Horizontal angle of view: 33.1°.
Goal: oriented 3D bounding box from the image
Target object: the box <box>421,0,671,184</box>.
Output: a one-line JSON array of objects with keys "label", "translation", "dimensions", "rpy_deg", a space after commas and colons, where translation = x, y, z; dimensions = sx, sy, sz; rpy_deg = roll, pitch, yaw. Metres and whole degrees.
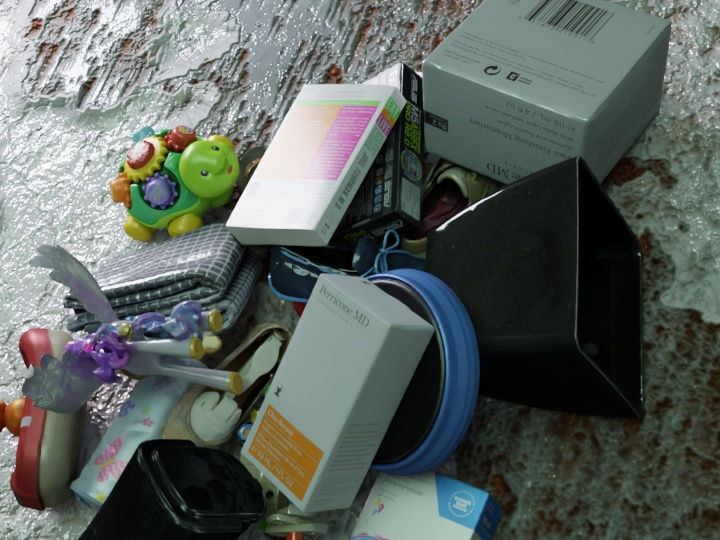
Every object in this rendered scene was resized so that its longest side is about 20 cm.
[{"label": "box", "translation": [0.201, -0.198, 1.314], "dimensions": [0.199, 0.131, 0.200], "rpy_deg": [25, 54, 25]}]

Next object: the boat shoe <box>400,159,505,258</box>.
[{"label": "boat shoe", "translation": [0.113, -0.089, 1.355], "dimensions": [0.074, 0.066, 0.200], "rpy_deg": [26, 74, 27]}]

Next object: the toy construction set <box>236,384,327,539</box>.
[{"label": "toy construction set", "translation": [-0.068, 0.198, 1.259], "dimensions": [0.131, 0.092, 0.200], "rpy_deg": [-2, 52, 17]}]

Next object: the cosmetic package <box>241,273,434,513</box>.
[{"label": "cosmetic package", "translation": [-0.023, 0.115, 1.132], "dimensions": [0.101, 0.071, 0.200], "rpy_deg": [35, 108, 37]}]

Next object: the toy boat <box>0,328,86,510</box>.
[{"label": "toy boat", "translation": [-0.375, 0.160, 1.337], "dimensions": [0.130, 0.131, 0.200], "rpy_deg": [4, 62, -6]}]

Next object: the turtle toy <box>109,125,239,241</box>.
[{"label": "turtle toy", "translation": [-0.218, -0.114, 1.441], "dimensions": [0.200, 0.101, 0.146], "rpy_deg": [4, 64, 36]}]

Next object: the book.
[{"label": "book", "translation": [-0.047, -0.116, 1.304], "dimensions": [0.133, 0.048, 0.200], "rpy_deg": [4, 55, 42]}]

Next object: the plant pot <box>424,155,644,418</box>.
[{"label": "plant pot", "translation": [0.169, 0.033, 1.211], "dimensions": [0.177, 0.199, 0.200], "rpy_deg": [-10, 60, 28]}]

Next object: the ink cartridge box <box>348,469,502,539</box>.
[{"label": "ink cartridge box", "translation": [0.044, 0.295, 1.177], "dimensions": [0.116, 0.067, 0.200], "rpy_deg": [17, 71, 25]}]

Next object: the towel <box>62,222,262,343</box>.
[{"label": "towel", "translation": [-0.222, 0.020, 1.358], "dimensions": [0.200, 0.086, 0.166], "rpy_deg": [-14, 21, 11]}]

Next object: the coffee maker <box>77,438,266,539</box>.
[{"label": "coffee maker", "translation": [-0.209, 0.274, 1.162], "dimensions": [0.135, 0.192, 0.200], "rpy_deg": [40, 113, 14]}]

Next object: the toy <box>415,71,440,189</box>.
[{"label": "toy", "translation": [0.047, -0.158, 1.411], "dimensions": [0.115, 0.047, 0.200], "rpy_deg": [14, 72, 40]}]

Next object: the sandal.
[{"label": "sandal", "translation": [-0.112, -0.097, 1.405], "dimensions": [0.082, 0.055, 0.200], "rpy_deg": [6, 34, 2]}]

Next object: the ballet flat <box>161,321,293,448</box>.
[{"label": "ballet flat", "translation": [-0.139, 0.128, 1.289], "dimensions": [0.068, 0.067, 0.200], "rpy_deg": [42, 66, -14]}]

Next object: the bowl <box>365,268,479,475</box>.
[{"label": "bowl", "translation": [0.030, 0.097, 1.172], "dimensions": [0.200, 0.039, 0.201], "rpy_deg": [-8, 80, 48]}]

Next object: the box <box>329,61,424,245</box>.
[{"label": "box", "translation": [-0.003, -0.119, 1.368], "dimensions": [0.160, 0.044, 0.200], "rpy_deg": [-22, 53, 37]}]

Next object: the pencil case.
[{"label": "pencil case", "translation": [-0.235, 0.176, 1.323], "dimensions": [0.091, 0.083, 0.200], "rpy_deg": [19, 71, 30]}]

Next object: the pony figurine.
[{"label": "pony figurine", "translation": [-0.239, 0.075, 1.208], "dimensions": [0.200, 0.193, 0.167], "rpy_deg": [-3, 65, 17]}]

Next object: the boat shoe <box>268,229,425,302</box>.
[{"label": "boat shoe", "translation": [0.000, 0.000, 1.284], "dimensions": [0.200, 0.069, 0.084], "rpy_deg": [-1, 31, 1]}]

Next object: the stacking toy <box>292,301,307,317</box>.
[{"label": "stacking toy", "translation": [0.003, 0.064, 1.310], "dimensions": [0.200, 0.085, 0.085], "rpy_deg": [35, 78, 35]}]
